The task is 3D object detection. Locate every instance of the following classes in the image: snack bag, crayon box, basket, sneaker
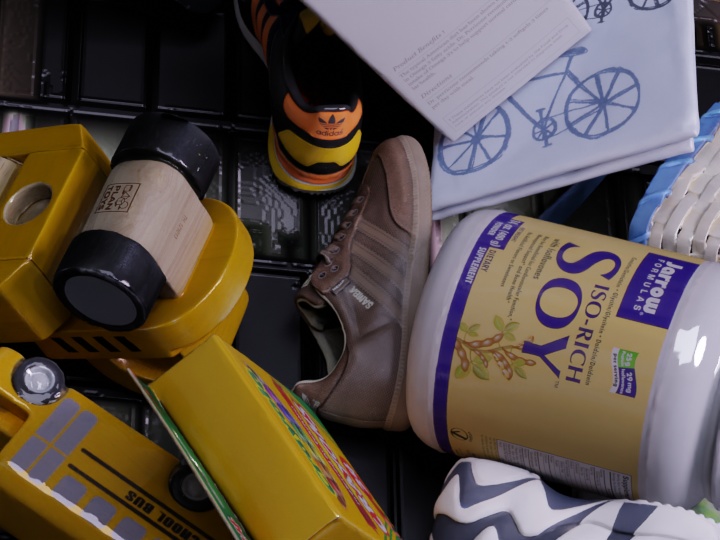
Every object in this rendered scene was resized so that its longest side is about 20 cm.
[{"bbox_3d":[0.124,-0.137,1.589,0.188,0.021,0.200,-16,55,29],"label":"snack bag"},{"bbox_3d":[-0.042,0.111,1.367,0.051,0.200,0.127,-37,67,4],"label":"crayon box"},{"bbox_3d":[0.208,-0.026,1.565,0.200,0.139,0.176,21,53,35],"label":"basket"},{"bbox_3d":[-0.032,-0.150,1.605,0.070,0.090,0.200,-2,59,-15],"label":"sneaker"},{"bbox_3d":[0.123,0.190,1.414,0.199,0.079,0.130,16,71,13],"label":"sneaker"},{"bbox_3d":[0.000,0.000,1.528,0.075,0.070,0.200,7,56,-8],"label":"sneaker"}]

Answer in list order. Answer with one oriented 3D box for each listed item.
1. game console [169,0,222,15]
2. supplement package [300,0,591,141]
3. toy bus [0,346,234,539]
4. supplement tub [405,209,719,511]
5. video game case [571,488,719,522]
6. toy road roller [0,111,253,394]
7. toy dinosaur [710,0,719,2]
[{"bbox_3d":[-0.096,-0.272,1.552,0.200,0.116,0.176,37,76,-35],"label":"game console"},{"bbox_3d":[0.027,-0.193,1.542,0.117,0.200,0.117,-38,47,11],"label":"supplement package"},{"bbox_3d":[-0.139,0.129,1.415,0.200,0.065,0.078,33,58,8],"label":"toy bus"},{"bbox_3d":[0.140,0.054,1.452,0.200,0.145,0.145,14,53,19],"label":"supplement tub"},{"bbox_3d":[0.226,0.173,1.498,0.200,0.022,0.182,4,57,-11],"label":"video game case"},{"bbox_3d":[-0.154,0.005,1.477,0.200,0.146,0.123,-2,49,31],"label":"toy road roller"},{"bbox_3d":[0.150,-0.185,1.696,0.200,0.060,0.106,-16,74,-5],"label":"toy dinosaur"}]
